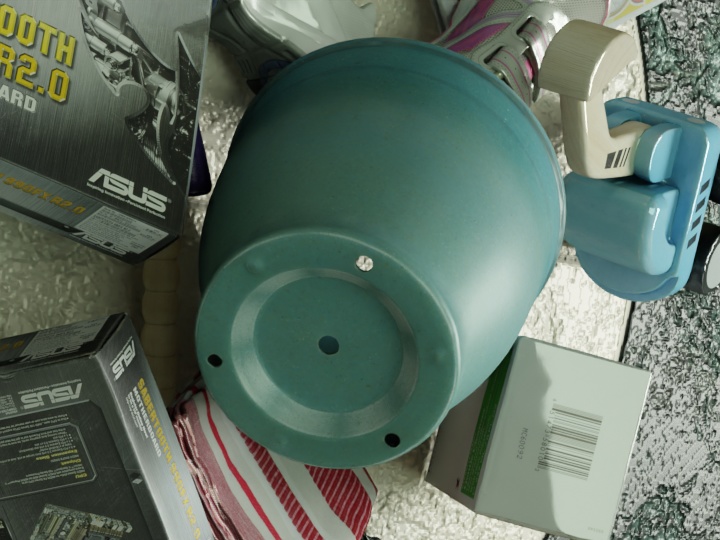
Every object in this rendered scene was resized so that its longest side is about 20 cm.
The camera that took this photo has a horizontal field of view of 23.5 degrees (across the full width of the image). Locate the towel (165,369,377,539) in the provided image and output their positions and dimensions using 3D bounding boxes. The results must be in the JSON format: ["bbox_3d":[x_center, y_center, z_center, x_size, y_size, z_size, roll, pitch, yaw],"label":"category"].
[{"bbox_3d":[-0.045,0.109,0.968,0.144,0.023,0.200,60,19,-9],"label":"towel"}]

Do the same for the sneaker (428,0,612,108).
[{"bbox_3d":[0.080,-0.116,1.054,0.200,0.088,0.081,-37,129,-7],"label":"sneaker"}]

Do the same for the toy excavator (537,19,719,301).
[{"bbox_3d":[0.168,-0.065,1.093,0.200,0.100,0.195,-20,125,-53],"label":"toy excavator"}]

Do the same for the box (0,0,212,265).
[{"bbox_3d":[-0.174,-0.111,0.872,0.200,0.048,0.159,25,56,-31],"label":"box"}]

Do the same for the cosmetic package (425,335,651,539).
[{"bbox_3d":[0.104,0.099,1.058,0.085,0.200,0.108,15,85,-6],"label":"cosmetic package"}]

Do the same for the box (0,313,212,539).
[{"bbox_3d":[-0.185,0.118,0.856,0.048,0.200,0.159,-68,142,-64],"label":"box"}]

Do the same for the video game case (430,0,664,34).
[{"bbox_3d":[0.128,-0.225,1.085,0.200,0.023,0.182,-29,128,-10],"label":"video game case"}]

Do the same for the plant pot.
[{"bbox_3d":[0.000,0.000,0.917,0.188,0.200,0.200,-64,139,-62],"label":"plant pot"}]

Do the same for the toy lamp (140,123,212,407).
[{"bbox_3d":[-0.114,0.007,0.979,0.058,0.058,0.200,-1,98,-37],"label":"toy lamp"}]

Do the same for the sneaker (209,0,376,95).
[{"bbox_3d":[-0.066,-0.170,0.993,0.200,0.074,0.087,43,53,-35],"label":"sneaker"}]

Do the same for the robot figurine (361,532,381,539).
[{"bbox_3d":[-0.051,0.189,1.049,0.145,0.058,0.200,-41,118,-25],"label":"robot figurine"}]
